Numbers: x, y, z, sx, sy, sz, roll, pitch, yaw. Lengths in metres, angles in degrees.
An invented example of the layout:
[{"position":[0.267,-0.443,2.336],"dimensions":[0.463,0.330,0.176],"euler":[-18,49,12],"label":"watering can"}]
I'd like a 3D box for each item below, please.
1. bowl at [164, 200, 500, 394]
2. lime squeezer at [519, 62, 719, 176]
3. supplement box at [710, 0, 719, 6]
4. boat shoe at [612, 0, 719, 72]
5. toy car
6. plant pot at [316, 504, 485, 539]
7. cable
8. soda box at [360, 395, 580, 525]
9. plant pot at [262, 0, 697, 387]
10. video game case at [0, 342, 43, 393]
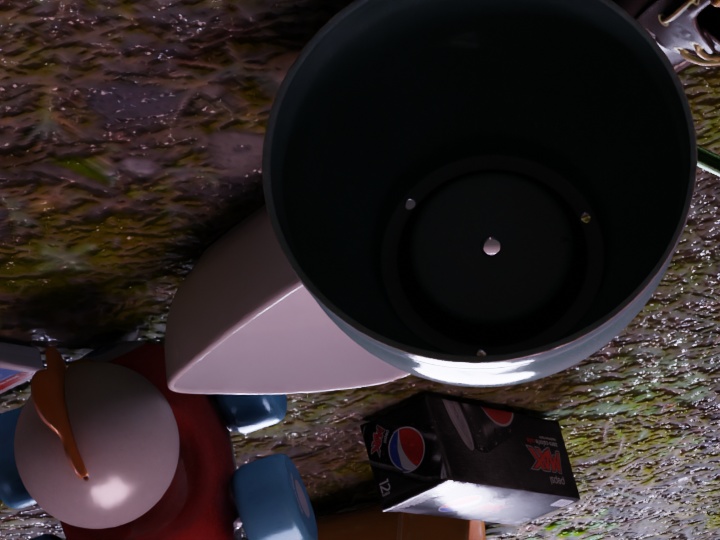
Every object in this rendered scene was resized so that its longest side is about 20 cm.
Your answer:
[{"position":[0.000,0.000,1.582],"dimensions":[0.200,0.075,0.200],"euler":[1,155,-40],"label":"bowl"},{"position":[0.119,-0.100,1.401],"dimensions":[0.071,0.038,0.200],"euler":[-18,137,34],"label":"lime squeezer"},{"position":[0.250,-0.207,1.095],"dimensions":[0.200,0.133,0.197],"euler":[-3,158,-33],"label":"supplement box"},{"position":[0.174,-0.136,1.353],"dimensions":[0.072,0.061,0.201],"euler":[-8,160,-23],"label":"boat shoe"},{"position":[-0.148,0.095,1.619],"dimensions":[0.184,0.177,0.200],"euler":[-19,148,7],"label":"toy car"},{"position":[0.005,0.272,2.229],"dimensions":[0.183,0.200,0.200],"euler":[-2,163,7],"label":"plant pot"},{"position":[0.067,-0.071,1.448],"dimensions":[0.200,0.050,0.097],"euler":[-5,136,-24],"label":"cable"},{"position":[0.084,0.144,2.076],"dimensions":[0.063,0.071,0.200],"euler":[-25,160,27],"label":"soda box"},{"position":[0.060,-0.028,1.333],"dimensions":[0.200,0.200,0.134],"euler":[-16,158,0],"label":"plant pot"},{"position":[-0.300,0.068,1.614],"dimensions":[0.143,0.017,0.200],"euler":[-26,159,26],"label":"video game case"}]
